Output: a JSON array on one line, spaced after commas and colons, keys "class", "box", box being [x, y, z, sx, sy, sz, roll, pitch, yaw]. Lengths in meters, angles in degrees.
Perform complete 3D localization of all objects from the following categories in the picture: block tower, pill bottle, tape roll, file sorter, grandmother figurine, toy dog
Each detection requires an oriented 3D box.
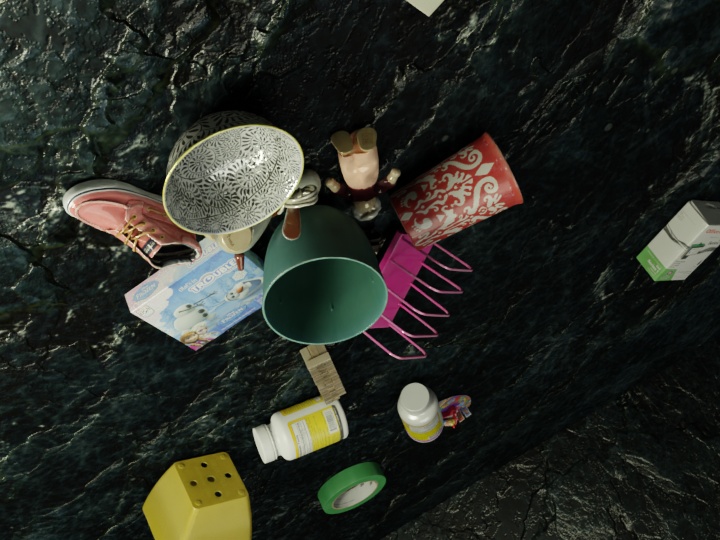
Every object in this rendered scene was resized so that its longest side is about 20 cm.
[{"class": "block tower", "box": [-0.078, 0.216, 1.831, 0.054, 0.058, 0.201, -26, 151, -6]}, {"class": "pill bottle", "box": [0.150, 0.354, 2.170, 0.103, 0.105, 0.201, -27, 148, -4]}, {"class": "tape roll", "box": [-0.025, 0.623, 2.467, 0.198, 0.048, 0.201, -21, 148, -14]}, {"class": "file sorter", "box": [0.099, 0.049, 1.591, 0.138, 0.125, 0.202, 4, 118, -58]}, {"class": "grandmother figurine", "box": [0.005, -0.147, 1.380, 0.119, 0.061, 0.201, 1, 150, 4]}, {"class": "pill bottle", "box": [-0.135, 0.357, 1.931, 0.198, 0.112, 0.112, -18, 147, -17]}, {"class": "toy dog", "box": [-0.142, -0.070, 1.312, 0.198, 0.132, 0.097, -20, 119, -1]}]

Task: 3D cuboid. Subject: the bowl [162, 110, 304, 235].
[{"class": "bowl", "box": [-0.186, -0.151, 1.174, 0.199, 0.095, 0.202, -21, 147, -15]}]

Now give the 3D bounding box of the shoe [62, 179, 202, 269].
[{"class": "shoe", "box": [-0.311, -0.062, 1.201, 0.199, 0.092, 0.072, 11, 131, -47]}]

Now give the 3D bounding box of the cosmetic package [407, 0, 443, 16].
[{"class": "cosmetic package", "box": [0.110, -0.419, 1.025, 0.200, 0.104, 0.073, -46, 145, 23]}]

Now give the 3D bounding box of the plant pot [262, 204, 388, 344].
[{"class": "plant pot", "box": [-0.066, -0.006, 1.390, 0.198, 0.162, 0.202, -6, 136, -6]}]

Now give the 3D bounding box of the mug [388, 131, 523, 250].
[{"class": "mug", "box": [0.165, -0.118, 1.484, 0.198, 0.134, 0.178, -28, 147, 5]}]

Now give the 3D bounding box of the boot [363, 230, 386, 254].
[{"class": "boot", "box": [0.000, 0.000, 1.574, 0.198, 0.070, 0.175, -2, 136, -42]}]

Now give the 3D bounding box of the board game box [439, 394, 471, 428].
[{"class": "board game box", "box": [0.226, 0.419, 2.386, 0.200, 0.039, 0.157, -42, 147, 19]}]

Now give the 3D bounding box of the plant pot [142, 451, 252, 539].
[{"class": "plant pot", "box": [-0.353, 0.526, 1.933, 0.198, 0.200, 0.178, -6, 130, -34]}]

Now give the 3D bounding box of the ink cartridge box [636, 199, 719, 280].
[{"class": "ink cartridge box", "box": [0.802, -0.072, 2.115, 0.145, 0.085, 0.201, -2, 140, -38]}]

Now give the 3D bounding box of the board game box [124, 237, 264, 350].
[{"class": "board game box", "box": [-0.253, 0.036, 1.438, 0.199, 0.044, 0.199, -34, 147, 7]}]
